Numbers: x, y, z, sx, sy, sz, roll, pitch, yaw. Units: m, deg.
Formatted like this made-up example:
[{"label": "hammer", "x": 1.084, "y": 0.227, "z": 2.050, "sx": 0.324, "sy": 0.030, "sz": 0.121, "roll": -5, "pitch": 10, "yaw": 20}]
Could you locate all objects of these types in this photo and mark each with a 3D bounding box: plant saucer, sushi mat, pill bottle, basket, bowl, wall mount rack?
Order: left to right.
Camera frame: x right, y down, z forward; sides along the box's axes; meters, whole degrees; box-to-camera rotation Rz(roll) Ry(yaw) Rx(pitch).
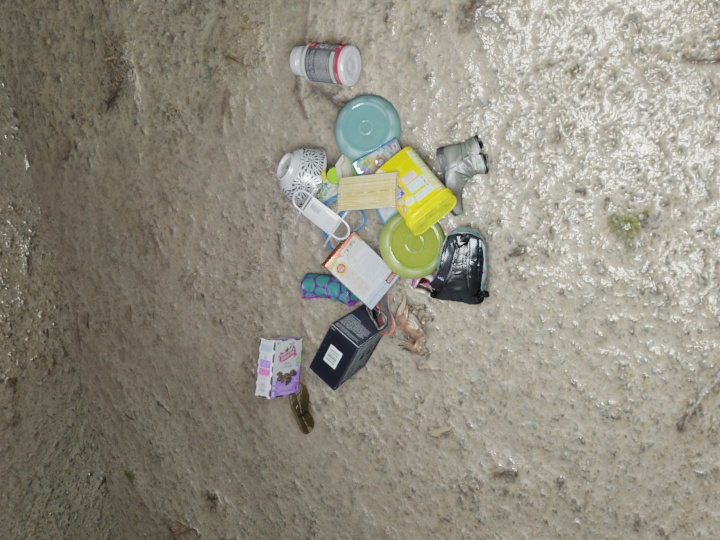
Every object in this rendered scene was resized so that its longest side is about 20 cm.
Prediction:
[{"label": "bowl", "x": -0.199, "y": -0.307, "z": 1.676, "sx": 0.200, "sy": 0.093, "sz": 0.204, "roll": -29, "pitch": 51, "yaw": 42}, {"label": "wall mount rack", "x": -0.120, "y": -0.152, "z": 1.591, "sx": 0.199, "sy": 0.075, "sz": 0.174, "roll": 38, "pitch": 120, "yaw": -2}, {"label": "pill bottle", "x": -0.105, "y": -0.606, "z": 1.577, "sx": 0.198, "sy": 0.110, "sz": 0.112, "roll": 16, "pitch": 113, "yaw": 27}, {"label": "basket", "x": -0.076, "y": -0.186, "z": 1.668, "sx": 0.176, "sy": 0.138, "sz": 0.202, "roll": -38, "pitch": 75, "yaw": 35}, {"label": "plant saucer", "x": 0.017, "y": -0.410, "z": 1.552, "sx": 0.197, "sy": 0.036, "sz": 0.204, "roll": 0, "pitch": 91, "yaw": 9}, {"label": "sushi mat", "x": 0.018, "y": -0.215, "z": 1.474, "sx": 0.198, "sy": 0.012, "sz": 0.097, "roll": 1, "pitch": 85, "yaw": 36}, {"label": "plant saucer", "x": 0.154, "y": -0.077, "z": 1.543, "sx": 0.197, "sy": 0.031, "sz": 0.204, "roll": 0, "pitch": 87, "yaw": -7}]

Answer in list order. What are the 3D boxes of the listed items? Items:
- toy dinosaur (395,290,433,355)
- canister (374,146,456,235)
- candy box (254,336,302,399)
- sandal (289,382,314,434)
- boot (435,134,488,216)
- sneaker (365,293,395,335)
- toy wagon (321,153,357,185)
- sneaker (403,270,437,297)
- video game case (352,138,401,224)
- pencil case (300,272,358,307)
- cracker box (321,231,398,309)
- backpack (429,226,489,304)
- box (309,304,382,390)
[{"label": "toy dinosaur", "x": 0.151, "y": 0.173, "z": 1.670, "sx": 0.135, "sy": 0.085, "sz": 0.202, "roll": -40, "pitch": 76, "yaw": 41}, {"label": "canister", "x": 0.143, "y": -0.219, "z": 1.458, "sx": 0.148, "sy": 0.087, "sz": 0.201, "roll": -37, "pitch": 66, "yaw": 6}, {"label": "candy box", "x": -0.287, "y": 0.340, "z": 1.914, "sx": 0.071, "sy": 0.167, "sz": 0.204, "roll": 4, "pitch": 89, "yaw": 30}, {"label": "sandal", "x": -0.227, "y": 0.518, "z": 2.027, "sx": 0.054, "sy": 0.080, "sz": 0.203, "roll": 6, "pitch": 113, "yaw": 53}, {"label": "boot", "x": 0.287, "y": -0.255, "z": 1.465, "sx": 0.129, "sy": 0.068, "sz": 0.203, "roll": -8, "pitch": 101, "yaw": 28}, {"label": "sneaker", "x": 0.049, "y": 0.103, "z": 1.687, "sx": 0.077, "sy": 0.082, "sz": 0.202, "roll": -32, "pitch": 68, "yaw": 18}, {"label": "toy wagon", "x": -0.017, "y": -0.292, "z": 1.593, "sx": 0.197, "sy": 0.040, "sz": 0.158, "roll": -11, "pitch": 79, "yaw": 0}, {"label": "sneaker", "x": 0.167, "y": 0.011, "z": 1.603, "sx": 0.199, "sy": 0.088, "sz": 0.082, "roll": 31, "pitch": 119, "yaw": 21}, {"label": "video game case", "x": 0.084, "y": -0.253, "z": 1.548, "sx": 0.142, "sy": 0.018, "sz": 0.202, "roll": -29, "pitch": 105, "yaw": 1}, {"label": "pencil case", "x": -0.101, "y": 0.063, "z": 1.792, "sx": 0.198, "sy": 0.085, "sz": 0.094, "roll": 9, "pitch": 81, "yaw": 31}, {"label": "cracker box", "x": 0.000, "y": 0.000, "z": 1.613, "sx": 0.200, "sy": 0.058, "sz": 0.134, "roll": 43, "pitch": 83, "yaw": -14}, {"label": "backpack", "x": 0.278, "y": -0.019, "z": 1.497, "sx": 0.164, "sy": 0.127, "sz": 0.203, "roll": 5, "pitch": 107, "yaw": 7}, {"label": "box", "x": -0.038, "y": 0.244, "z": 1.737, "sx": 0.123, "sy": 0.198, "sz": 0.201, "roll": 38, "pitch": 121, "yaw": 17}]
